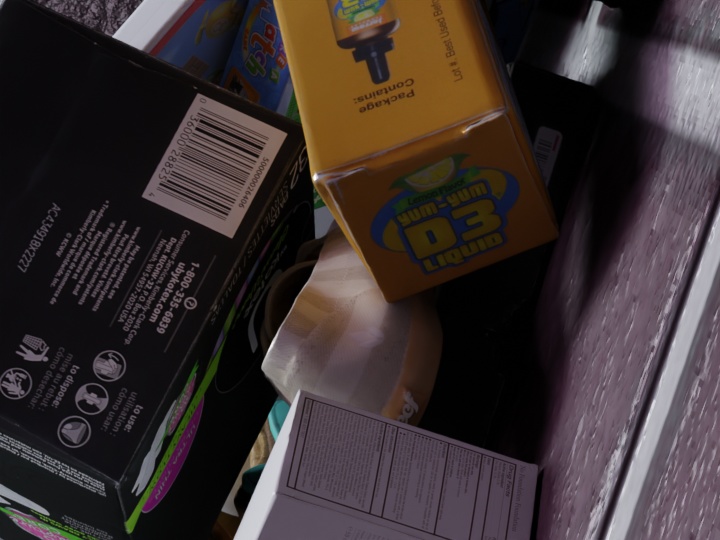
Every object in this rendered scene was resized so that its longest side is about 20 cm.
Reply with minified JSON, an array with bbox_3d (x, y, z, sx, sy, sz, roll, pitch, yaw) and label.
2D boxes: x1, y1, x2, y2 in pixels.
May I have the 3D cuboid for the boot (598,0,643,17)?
[{"bbox_3d":[0.086,-0.178,0.973,0.198,0.073,0.163,-98,21,-80],"label":"boot"}]

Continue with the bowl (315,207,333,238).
[{"bbox_3d":[0.006,-0.105,1.413,0.200,0.074,0.200,-89,17,-72],"label":"bowl"}]

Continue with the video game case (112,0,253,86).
[{"bbox_3d":[-0.028,-0.091,1.148,0.143,0.017,0.200,-48,-25,6],"label":"video game case"}]

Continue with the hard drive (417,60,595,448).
[{"bbox_3d":[0.035,-0.003,1.060,0.200,0.038,0.140,180,108,-84],"label":"hard drive"}]

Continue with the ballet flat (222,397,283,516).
[{"bbox_3d":[-0.055,0.013,1.277,0.069,0.069,0.201,117,154,-54],"label":"ballet flat"}]

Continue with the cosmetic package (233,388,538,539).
[{"bbox_3d":[-0.013,0.129,0.911,0.051,0.082,0.200,-76,7,-47],"label":"cosmetic package"}]

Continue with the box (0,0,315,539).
[{"bbox_3d":[-0.100,0.020,1.023,0.149,0.124,0.200,-62,-9,-18],"label":"box"}]

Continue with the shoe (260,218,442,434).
[{"bbox_3d":[-0.006,0.010,0.961,0.200,0.053,0.070,-98,27,-76],"label":"shoe"}]

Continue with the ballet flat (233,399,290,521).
[{"bbox_3d":[-0.019,0.104,1.155,0.200,0.068,0.073,-119,27,-82],"label":"ballet flat"}]

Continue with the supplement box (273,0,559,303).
[{"bbox_3d":[0.009,-0.083,0.934,0.200,0.066,0.069,-103,-10,-48],"label":"supplement box"}]

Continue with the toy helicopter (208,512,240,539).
[{"bbox_3d":[-0.085,0.179,1.298,0.132,0.079,0.201,-14,-69,-46],"label":"toy helicopter"}]

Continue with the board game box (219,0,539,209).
[{"bbox_3d":[0.018,-0.115,1.119,0.151,0.037,0.200,-20,-37,-42],"label":"board game box"}]
